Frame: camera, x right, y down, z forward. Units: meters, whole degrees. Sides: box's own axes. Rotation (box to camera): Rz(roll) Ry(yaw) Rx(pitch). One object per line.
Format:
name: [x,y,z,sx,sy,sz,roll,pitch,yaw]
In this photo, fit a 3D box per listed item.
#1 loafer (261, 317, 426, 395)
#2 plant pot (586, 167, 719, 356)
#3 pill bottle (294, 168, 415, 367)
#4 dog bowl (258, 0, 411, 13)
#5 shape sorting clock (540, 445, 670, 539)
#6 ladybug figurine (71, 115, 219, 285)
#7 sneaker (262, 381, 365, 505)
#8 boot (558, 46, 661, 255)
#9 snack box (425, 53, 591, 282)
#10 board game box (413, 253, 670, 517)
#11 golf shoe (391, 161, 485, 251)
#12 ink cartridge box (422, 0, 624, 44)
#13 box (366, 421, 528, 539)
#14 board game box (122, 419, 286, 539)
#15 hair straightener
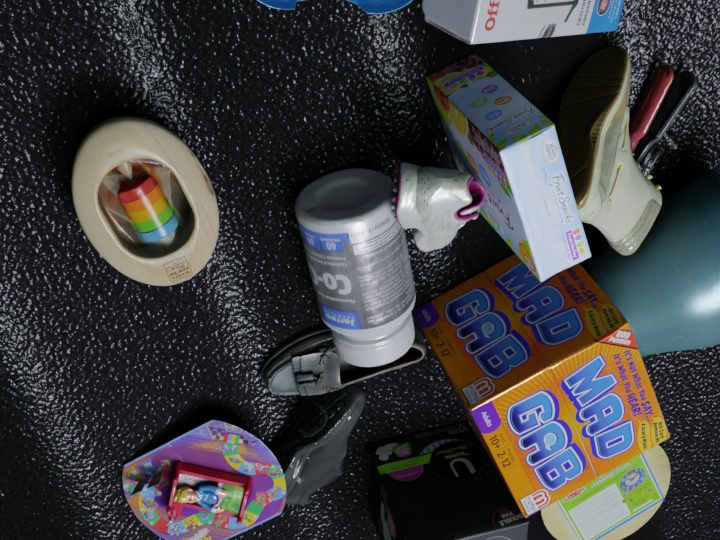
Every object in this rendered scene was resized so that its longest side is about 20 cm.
loafer: [-0.018,0.105,1.341,0.199,0.063,0.072,-19,125,-8]
plant pot: [0.382,0.009,1.364,0.187,0.201,0.200,-26,127,14]
pill bottle: [0.000,0.000,1.253,0.113,0.114,0.201,-18,124,-9]
dog bowl: [-0.028,-0.311,1.092,0.198,0.050,0.112,-3,121,-20]
shape sorting clock: [0.349,0.312,1.618,0.198,0.039,0.201,-9,123,-13]
ladybug figurine: [-0.219,-0.073,1.153,0.135,0.072,0.201,-24,125,-6]
sneaker: [-0.050,0.215,1.400,0.090,0.076,0.200,21,120,-36]
boot: [0.288,-0.133,1.279,0.154,0.072,0.201,30,71,-43]
snack box: [0.153,-0.111,1.189,0.067,0.200,0.169,-26,126,-3]
board game box: [0.213,0.123,1.352,0.199,0.200,0.201,-28,126,0]
golf shoe: [0.094,-0.064,1.217,0.091,0.200,0.076,-1,82,15]
ink cartridge box: [0.172,-0.309,1.118,0.199,0.084,0.147,-13,126,-32]
box: [0.106,0.311,1.429,0.147,0.200,0.125,-11,124,-13]
board game box: [-0.188,0.272,1.355,0.199,0.039,0.158,-27,113,16]
hair straightener: [0.345,-0.143,1.337,0.076,0.041,0.201,8,117,-24]
